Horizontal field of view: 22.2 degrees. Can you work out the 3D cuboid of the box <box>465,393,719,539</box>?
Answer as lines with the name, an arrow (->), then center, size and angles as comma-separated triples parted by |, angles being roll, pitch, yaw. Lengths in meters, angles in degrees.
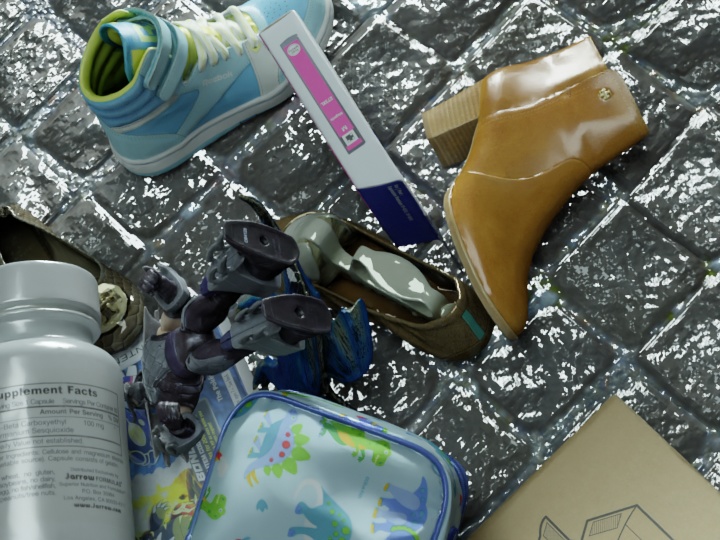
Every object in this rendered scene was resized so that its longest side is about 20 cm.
box -> 0.144, 0.199, 1.129 | 0.200, 0.021, 0.163 | -44, 60, -4

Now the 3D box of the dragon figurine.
dragon figurine -> -0.030, 0.046, 1.198 | 0.059, 0.201, 0.099 | -18, 26, -32

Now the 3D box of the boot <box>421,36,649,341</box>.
boot -> 0.127, -0.062, 1.227 | 0.143, 0.071, 0.202 | -22, 56, 12

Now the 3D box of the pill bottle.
pill bottle -> -0.208, 0.103, 1.188 | 0.114, 0.114, 0.201 | -13, 66, 13

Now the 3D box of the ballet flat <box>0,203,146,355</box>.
ballet flat -> -0.222, 0.000, 1.315 | 0.067, 0.046, 0.200 | -42, 47, -14

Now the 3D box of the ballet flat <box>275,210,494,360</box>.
ballet flat -> 0.000, 0.000, 1.243 | 0.199, 0.072, 0.068 | 28, 75, 28

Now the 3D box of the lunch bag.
lunch bag -> -0.028, 0.185, 1.125 | 0.160, 0.082, 0.201 | 18, 89, 13

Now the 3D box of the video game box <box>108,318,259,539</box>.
video game box -> -0.142, 0.143, 1.244 | 0.181, 0.047, 0.201 | -31, 60, 7

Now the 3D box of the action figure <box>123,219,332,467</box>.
action figure -> -0.105, 0.045, 1.175 | 0.200, 0.069, 0.131 | -39, 60, 43

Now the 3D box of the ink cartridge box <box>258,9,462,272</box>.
ink cartridge box -> 0.000, -0.083, 1.269 | 0.037, 0.095, 0.200 | -35, 60, 1

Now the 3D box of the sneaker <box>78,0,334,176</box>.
sneaker -> -0.115, -0.162, 1.325 | 0.200, 0.131, 0.080 | -39, 58, -2
